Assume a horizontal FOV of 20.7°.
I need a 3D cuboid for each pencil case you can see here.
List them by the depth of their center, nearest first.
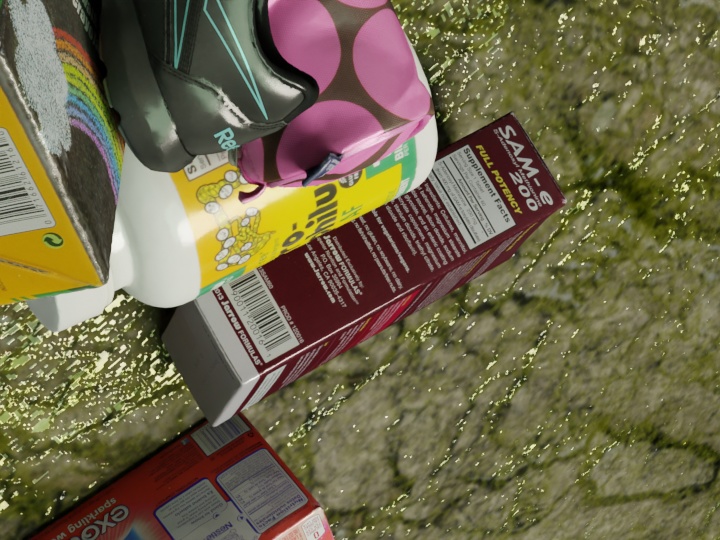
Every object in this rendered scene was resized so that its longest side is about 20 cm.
[{"bbox_3d":[-0.045,-0.133,0.841,0.093,0.201,0.091,-22,-178,7],"label":"pencil case"}]

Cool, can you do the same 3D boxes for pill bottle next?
[{"bbox_3d":[-0.073,-0.052,0.926,0.199,0.113,0.113,-27,135,-21],"label":"pill bottle"}]

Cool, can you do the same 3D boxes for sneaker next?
[{"bbox_3d":[-0.073,-0.143,0.774,0.079,0.075,0.202,-12,104,12],"label":"sneaker"}]

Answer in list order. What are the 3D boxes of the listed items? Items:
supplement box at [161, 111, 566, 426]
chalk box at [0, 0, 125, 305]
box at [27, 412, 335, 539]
[{"bbox_3d":[0.000,0.000,1.030,0.199,0.061,0.109,-28,172,-19],"label":"supplement box"},{"bbox_3d":[-0.166,-0.095,0.782,0.123,0.201,0.125,-10,135,10],"label":"chalk box"},{"bbox_3d":[-0.115,0.182,1.087,0.199,0.100,0.096,-33,137,-15],"label":"box"}]
